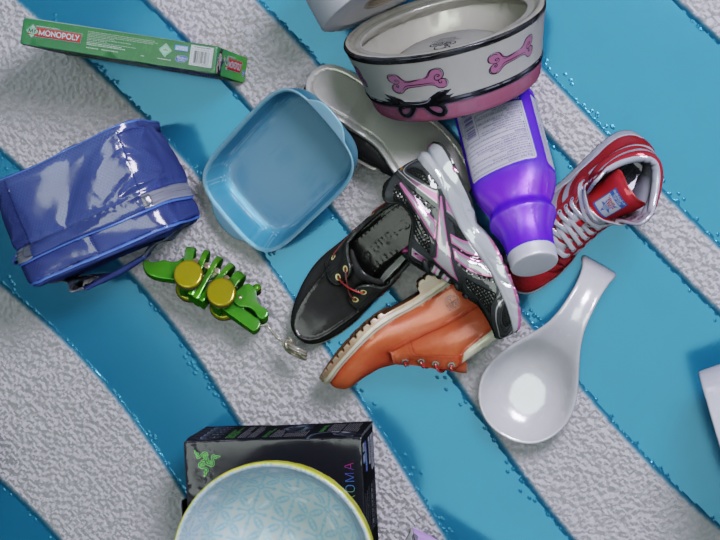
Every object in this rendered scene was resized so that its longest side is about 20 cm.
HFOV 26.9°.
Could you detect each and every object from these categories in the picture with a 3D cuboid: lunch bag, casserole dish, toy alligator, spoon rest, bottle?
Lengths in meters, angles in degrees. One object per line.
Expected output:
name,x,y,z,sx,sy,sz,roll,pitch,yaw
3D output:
lunch bag,-0.272,-0.056,1.540,0.199,0.136,0.133,-24,90,10
casserole dish,-0.078,-0.105,1.524,0.121,0.039,0.200,48,128,0
toy alligator,-0.131,0.024,1.565,0.199,0.059,0.055,28,74,6
spoon rest,0.192,0.082,1.518,0.099,0.061,0.201,29,97,6
bottle,0.148,-0.092,1.469,0.083,0.065,0.201,-23,61,20

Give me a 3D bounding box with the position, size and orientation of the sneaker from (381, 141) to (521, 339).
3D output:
sneaker,0.087,-0.020,1.474,0.086,0.080,0.201,-27,91,5

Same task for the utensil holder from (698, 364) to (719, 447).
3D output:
utensil holder,0.440,0.145,1.434,0.198,0.170,0.171,-18,91,12

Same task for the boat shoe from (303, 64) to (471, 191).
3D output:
boat shoe,0.026,-0.132,1.529,0.199,0.060,0.074,32,72,3

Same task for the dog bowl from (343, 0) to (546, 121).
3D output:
dog bowl,0.087,-0.208,1.454,0.198,0.200,0.074,-10,115,9

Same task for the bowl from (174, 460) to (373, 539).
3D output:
bowl,-0.075,0.276,1.452,0.198,0.108,0.202,0,93,9

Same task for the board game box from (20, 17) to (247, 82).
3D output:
board game box,-0.225,-0.222,1.523,0.198,0.135,0.029,10,96,7

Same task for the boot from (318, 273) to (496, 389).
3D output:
boot,0.055,0.078,1.535,0.199,0.075,0.108,-35,93,8

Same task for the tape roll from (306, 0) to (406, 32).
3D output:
tape roll,0.033,-0.307,1.446,0.201,0.202,0.071,-29,90,9

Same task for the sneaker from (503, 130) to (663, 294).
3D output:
sneaker,0.218,-0.049,1.475,0.071,0.113,0.200,38,99,-12

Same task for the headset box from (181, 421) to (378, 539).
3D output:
headset box,-0.085,0.250,1.555,0.198,0.093,0.176,-2,93,9

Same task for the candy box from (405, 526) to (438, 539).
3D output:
candy box,0.082,0.392,1.537,0.167,0.072,0.201,27,98,-5

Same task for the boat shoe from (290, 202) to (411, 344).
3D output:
boat shoe,-0.002,-0.002,1.542,0.074,0.063,0.201,45,100,1
